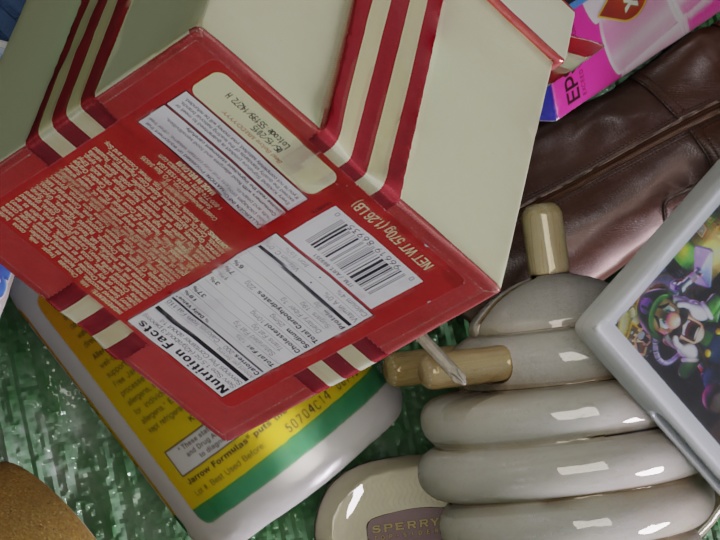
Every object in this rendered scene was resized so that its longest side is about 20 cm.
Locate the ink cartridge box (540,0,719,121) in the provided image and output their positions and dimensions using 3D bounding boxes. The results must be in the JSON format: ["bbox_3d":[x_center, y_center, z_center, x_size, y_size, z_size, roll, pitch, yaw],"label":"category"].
[{"bbox_3d":[0.105,-0.134,1.223,0.200,0.037,0.095,-33,126,-27],"label":"ink cartridge box"}]

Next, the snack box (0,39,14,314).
[{"bbox_3d":[-0.178,0.001,1.138,0.072,0.024,0.201,15,83,26],"label":"snack box"}]

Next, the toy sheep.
[{"bbox_3d":[0.083,0.073,1.157,0.137,0.138,0.201,-6,94,-9],"label":"toy sheep"}]

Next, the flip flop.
[{"bbox_3d":[0.078,0.104,1.241,0.199,0.058,0.082,-6,88,-15],"label":"flip flop"}]

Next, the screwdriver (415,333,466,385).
[{"bbox_3d":[0.000,0.000,1.159,0.028,0.200,0.029,-45,119,2],"label":"screwdriver"}]

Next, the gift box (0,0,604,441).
[{"bbox_3d":[-0.021,-0.073,1.075,0.185,0.199,0.187,44,40,-27],"label":"gift box"}]

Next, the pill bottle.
[{"bbox_3d":[-0.081,0.012,1.199,0.113,0.113,0.200,-38,92,-9],"label":"pill bottle"}]

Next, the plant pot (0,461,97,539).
[{"bbox_3d":[-0.196,0.177,1.155,0.200,0.186,0.187,-39,92,-24],"label":"plant pot"}]

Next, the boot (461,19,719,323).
[{"bbox_3d":[0.130,-0.008,1.221,0.199,0.064,0.187,-28,54,-5],"label":"boot"}]

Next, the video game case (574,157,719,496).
[{"bbox_3d":[0.207,0.018,1.138,0.200,0.023,0.182,-47,105,-18],"label":"video game case"}]

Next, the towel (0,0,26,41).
[{"bbox_3d":[-0.225,-0.066,1.203,0.200,0.049,0.112,-44,69,-11],"label":"towel"}]
